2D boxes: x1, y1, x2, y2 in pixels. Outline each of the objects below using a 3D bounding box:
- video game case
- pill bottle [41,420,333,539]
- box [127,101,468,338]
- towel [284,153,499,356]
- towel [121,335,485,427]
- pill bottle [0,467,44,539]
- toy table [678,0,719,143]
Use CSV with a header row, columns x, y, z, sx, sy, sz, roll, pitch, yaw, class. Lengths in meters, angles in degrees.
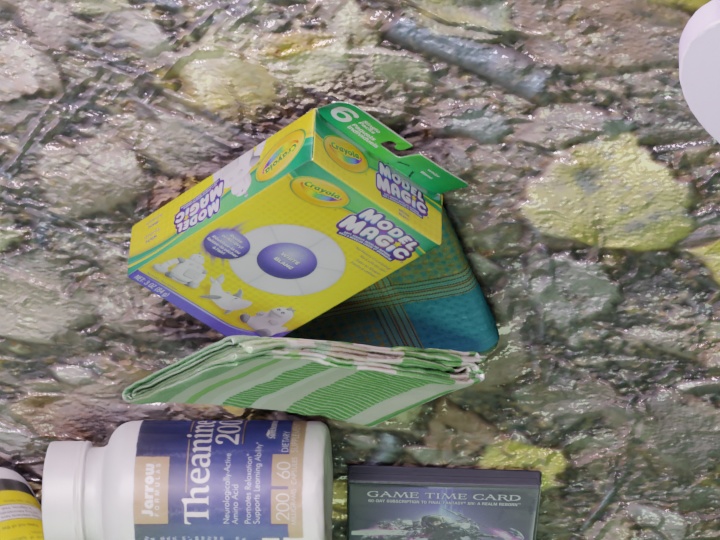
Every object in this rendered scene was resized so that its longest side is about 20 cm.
x,y,z,sx,sy,sz,roll,pitch,yaw,class
0.060,0.211,2.091,0.143,0.019,0.200,2,141,0,video game case
-0.121,0.161,1.961,0.200,0.111,0.111,0,142,3,pill bottle
-0.038,-0.027,1.740,0.117,0.048,0.200,32,131,-32,box
0.000,0.000,1.823,0.146,0.022,0.200,-9,139,14,towel
-0.036,0.076,1.856,0.200,0.023,0.152,5,162,-33,towel
-0.249,0.250,1.990,0.114,0.200,0.114,-25,148,-17,pill bottle
0.264,-0.130,1.564,0.184,0.117,0.200,-28,132,33,toy table
